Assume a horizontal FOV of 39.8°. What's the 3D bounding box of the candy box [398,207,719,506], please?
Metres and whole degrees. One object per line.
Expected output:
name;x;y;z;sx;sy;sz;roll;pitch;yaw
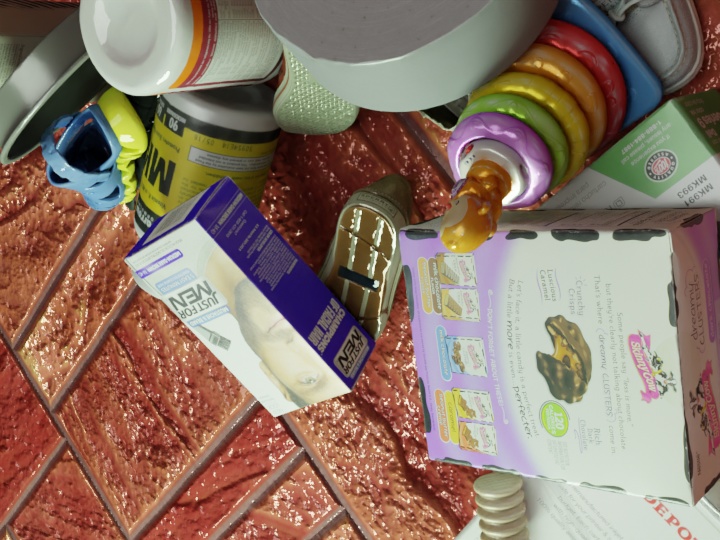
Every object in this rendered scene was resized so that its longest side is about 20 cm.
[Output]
candy box;0.131;0.048;0.651;0.199;0.071;0.169;2;105;42

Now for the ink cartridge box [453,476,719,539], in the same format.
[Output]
ink cartridge box;0.185;0.189;0.747;0.146;0.085;0.201;47;127;20

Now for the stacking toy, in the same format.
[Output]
stacking toy;0.097;-0.079;0.634;0.110;0.200;0.116;44;142;-8

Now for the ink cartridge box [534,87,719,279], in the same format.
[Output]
ink cartridge box;0.226;0.003;0.666;0.145;0.087;0.201;-41;78;37

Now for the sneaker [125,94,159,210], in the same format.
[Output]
sneaker;-0.196;-0.149;0.979;0.200;0.060;0.105;-37;78;42

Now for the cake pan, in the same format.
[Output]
cake pan;-0.254;-0.176;0.871;0.037;0.201;0.200;44;128;-10

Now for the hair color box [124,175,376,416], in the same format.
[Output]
hair color box;-0.093;0.028;0.851;0.109;0.065;0.200;-24;117;42

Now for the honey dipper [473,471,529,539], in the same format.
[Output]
honey dipper;0.114;0.252;0.742;0.038;0.038;0.202;-1;102;38

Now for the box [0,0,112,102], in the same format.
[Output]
box;-0.313;-0.211;0.960;0.068;0.199;0.082;44;122;24

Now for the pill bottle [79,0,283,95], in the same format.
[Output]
pill bottle;-0.118;-0.203;0.806;0.109;0.200;0.111;9;107;31

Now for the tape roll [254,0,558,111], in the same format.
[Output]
tape roll;0.030;-0.207;0.637;0.199;0.066;0.202;-9;68;22

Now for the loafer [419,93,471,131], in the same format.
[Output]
loafer;0.042;-0.172;0.777;0.200;0.068;0.076;38;122;25

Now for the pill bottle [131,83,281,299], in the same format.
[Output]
pill bottle;-0.147;-0.076;0.920;0.114;0.114;0.201;33;119;27

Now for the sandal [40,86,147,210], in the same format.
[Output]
sandal;-0.258;-0.105;0.936;0.080;0.087;0.200;59;159;8

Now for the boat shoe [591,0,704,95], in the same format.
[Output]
boat shoe;0.161;-0.209;0.677;0.074;0.065;0.203;-32;81;38

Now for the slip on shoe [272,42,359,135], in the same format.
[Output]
slip on shoe;-0.034;-0.166;0.799;0.200;0.073;0.062;98;174;-69

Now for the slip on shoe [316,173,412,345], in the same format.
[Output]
slip on shoe;0.000;0.000;0.864;0.076;0.061;0.201;23;135;10
